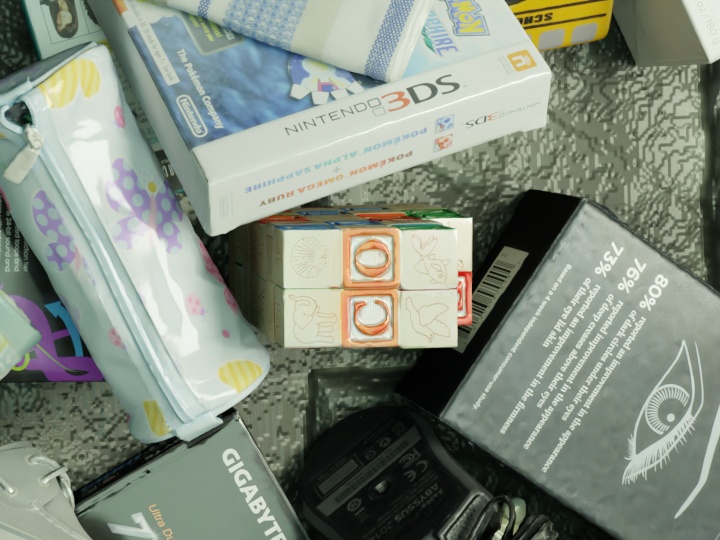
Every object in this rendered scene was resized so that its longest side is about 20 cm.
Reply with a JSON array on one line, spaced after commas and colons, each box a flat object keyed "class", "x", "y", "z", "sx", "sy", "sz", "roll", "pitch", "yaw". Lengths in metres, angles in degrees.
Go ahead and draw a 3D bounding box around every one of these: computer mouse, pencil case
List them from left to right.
[{"class": "pencil case", "x": -0.120, "y": -0.014, "z": 1.008, "sx": 0.083, "sy": 0.091, "sz": 0.200, "roll": -29, "pitch": 107, "yaw": -7}, {"class": "computer mouse", "x": 0.026, "y": 0.145, "z": 1.095, "sx": 0.138, "sy": 0.200, "sz": 0.053, "roll": -38, "pitch": 120, "yaw": 2}]

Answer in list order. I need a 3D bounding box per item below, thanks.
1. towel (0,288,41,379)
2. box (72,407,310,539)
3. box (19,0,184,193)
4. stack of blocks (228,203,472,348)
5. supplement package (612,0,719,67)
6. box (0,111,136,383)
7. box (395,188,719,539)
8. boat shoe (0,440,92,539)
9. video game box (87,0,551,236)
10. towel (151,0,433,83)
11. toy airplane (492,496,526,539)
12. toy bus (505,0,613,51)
[{"class": "towel", "x": -0.279, "y": 0.015, "z": 0.984, "sx": 0.171, "sy": 0.048, "sz": 0.200, "roll": -41, "pitch": 107, "yaw": -5}, {"class": "box", "x": -0.108, "y": 0.209, "z": 1.140, "sx": 0.198, "sy": 0.050, "sz": 0.201, "roll": -29, "pitch": 100, "yaw": -6}, {"class": "box", "x": -0.138, "y": -0.136, "z": 1.101, "sx": 0.082, "sy": 0.049, "sz": 0.201, "roll": -16, "pitch": 98, "yaw": -9}, {"class": "stack of blocks", "x": 0.000, "y": 0.000, "z": 1.065, "sx": 0.115, "sy": 0.200, "sz": 0.059, "roll": -1, "pitch": 95, "yaw": -11}, {"class": "supplement package", "x": 0.233, "y": -0.211, "z": 1.136, "sx": 0.200, "sy": 0.120, "sz": 0.122, "roll": -28, "pitch": 99, "yaw": -8}, {"class": "box", "x": -0.215, "y": -0.013, "z": 1.043, "sx": 0.199, "sy": 0.036, "sz": 0.144, "roll": 1, "pitch": 97, "yaw": -18}, {"class": "box", "x": 0.147, "y": 0.069, "z": 1.151, "sx": 0.200, "sy": 0.104, "sz": 0.148, "roll": 35, "pitch": 87, "yaw": -13}, {"class": "boat shoe", "x": -0.190, "y": 0.121, "z": 1.077, "sx": 0.199, "sy": 0.072, "sz": 0.069, "roll": 21, "pitch": 70, "yaw": 22}, {"class": "video game box", "x": -0.029, "y": -0.127, "z": 1.018, "sx": 0.182, "sy": 0.047, "sz": 0.200, "roll": -18, "pitch": 57, "yaw": -18}, {"class": "towel", "x": -0.044, "y": -0.186, "z": 0.982, "sx": 0.199, "sy": 0.024, "sz": 0.147, "roll": 20, "pitch": 88, "yaw": 13}, {"class": "toy airplane", "x": 0.119, "y": 0.222, "z": 1.136, "sx": 0.141, "sy": 0.199, "sz": 0.201, "roll": -36, "pitch": 113, "yaw": -34}, {"class": "toy bus", "x": 0.035, "y": -0.153, "z": 1.116, "sx": 0.199, "sy": 0.078, "sz": 0.065, "roll": -12, "pitch": 54, "yaw": -11}]
